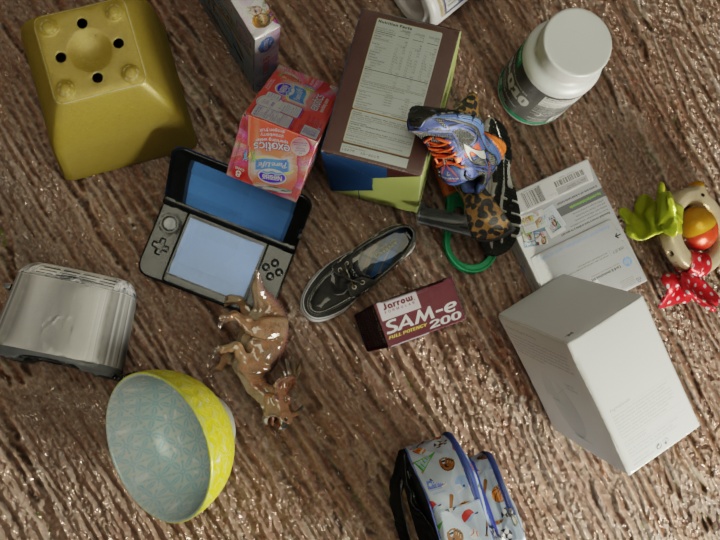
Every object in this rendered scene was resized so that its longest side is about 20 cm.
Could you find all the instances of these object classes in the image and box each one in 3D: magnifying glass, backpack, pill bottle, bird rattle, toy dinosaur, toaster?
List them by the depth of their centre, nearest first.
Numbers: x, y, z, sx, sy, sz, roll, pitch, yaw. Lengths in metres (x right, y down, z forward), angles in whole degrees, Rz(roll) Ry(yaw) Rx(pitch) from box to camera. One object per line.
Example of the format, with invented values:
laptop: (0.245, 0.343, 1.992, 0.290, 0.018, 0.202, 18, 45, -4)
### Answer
backpack: (0.122, 0.310, 1.174, 0.154, 0.200, 0.191, -23, 79, -14)
toaster: (-0.378, 0.069, 1.177, 0.199, 0.114, 0.130, 12, 79, -3)
toy dinosaur: (-0.129, 0.102, 1.207, 0.135, 0.086, 0.201, 12, 91, -6)
pill bottle: (0.272, -0.285, 1.255, 0.113, 0.200, 0.114, 1, 82, -7)
bird rattle: (0.486, -0.045, 1.306, 0.163, 0.113, 0.200, -35, 91, -26)
pill bottle: (0.143, -0.456, 1.307, 0.200, 0.111, 0.111, -40, 89, -10)
magnifying glass: (0.141, -0.092, 1.308, 0.079, 0.022, 0.201, -19, 87, -9)

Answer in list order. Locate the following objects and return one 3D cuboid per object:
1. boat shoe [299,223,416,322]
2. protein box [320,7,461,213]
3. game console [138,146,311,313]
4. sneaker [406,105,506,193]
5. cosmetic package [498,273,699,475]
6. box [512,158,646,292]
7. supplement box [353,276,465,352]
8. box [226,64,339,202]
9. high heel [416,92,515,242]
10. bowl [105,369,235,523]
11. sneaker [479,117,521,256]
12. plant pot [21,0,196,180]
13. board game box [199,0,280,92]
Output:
boat shoe: (0.000, 0.000, 1.253, 0.200, 0.066, 0.070, -33, 88, -10)
protein box: (0.042, -0.210, 1.212, 0.134, 0.199, 0.201, 15, 81, 4)
game console: (-0.187, -0.046, 1.209, 0.199, 0.118, 0.171, 21, 83, -3)
sneaker: (0.119, -0.146, 1.089, 0.075, 0.200, 0.079, 13, 86, 37)
cosmetic package: (0.311, 0.128, 1.183, 0.123, 0.199, 0.201, -32, 105, -10)
box: (0.306, -0.041, 1.309, 0.155, 0.041, 0.201, -25, 85, -8)
supplement box: (0.061, 0.062, 1.185, 0.108, 0.200, 0.061, -19, 85, -9)
box: (-0.099, -0.189, 1.195, 0.102, 0.200, 0.095, 21, 121, -4)
high heel: (0.168, -0.139, 1.201, 0.142, 0.071, 0.201, 16, 86, 33)
bowl: (-0.228, 0.216, 1.166, 0.107, 0.200, 0.201, -15, 83, -52)
sneaker: (0.176, -0.113, 1.270, 0.074, 0.080, 0.201, 20, 62, -47)
plant pot: (-0.339, -0.255, 1.179, 0.195, 0.200, 0.195, -16, 85, -9)
board game box: (-0.178, -0.367, 1.213, 0.041, 0.200, 0.200, -31, 88, -10)
